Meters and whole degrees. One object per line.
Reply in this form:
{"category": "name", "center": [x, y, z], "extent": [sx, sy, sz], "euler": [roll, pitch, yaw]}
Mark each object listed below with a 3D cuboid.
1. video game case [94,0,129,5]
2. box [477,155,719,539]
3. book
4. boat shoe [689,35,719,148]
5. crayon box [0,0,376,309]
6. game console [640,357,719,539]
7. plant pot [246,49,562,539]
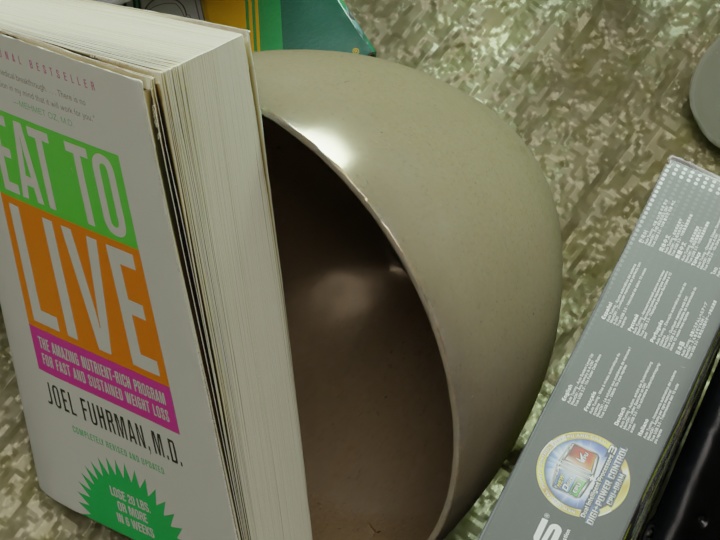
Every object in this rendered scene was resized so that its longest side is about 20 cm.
{"category": "video game case", "center": [-0.121, -0.161, 1.000], "extent": [0.199, 0.022, 0.183], "euler": [-24, 42, -9]}
{"category": "box", "center": [0.080, 0.083, 0.883], "extent": [0.044, 0.161, 0.201], "euler": [23, 59, 10]}
{"category": "book", "center": [-0.084, 0.005, 0.883], "extent": [0.048, 0.201, 0.133], "euler": [-28, 31, -36]}
{"category": "boat shoe", "center": [0.232, -0.101, 1.009], "extent": [0.200, 0.071, 0.071], "euler": [-24, 89, 28]}
{"category": "crayon box", "center": [-0.108, -0.078, 1.004], "extent": [0.199, 0.058, 0.119], "euler": [-29, 73, -14]}
{"category": "game console", "center": [0.208, 0.056, 0.930], "extent": [0.176, 0.031, 0.201], "euler": [24, 87, -19]}
{"category": "plant pot", "center": [0.000, 0.000, 0.927], "extent": [0.200, 0.201, 0.134], "euler": [47, 48, 14]}
